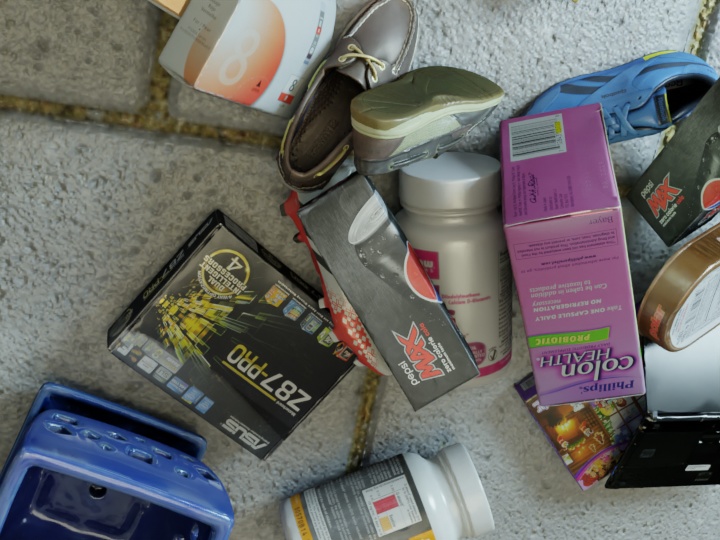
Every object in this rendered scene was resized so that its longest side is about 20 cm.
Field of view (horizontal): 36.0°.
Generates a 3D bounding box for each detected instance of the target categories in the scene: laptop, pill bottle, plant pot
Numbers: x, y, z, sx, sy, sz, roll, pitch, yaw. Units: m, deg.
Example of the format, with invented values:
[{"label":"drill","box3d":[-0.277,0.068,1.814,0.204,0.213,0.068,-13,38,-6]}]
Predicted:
[{"label":"laptop","box3d":[0.352,0.129,1.153,0.176,0.104,0.201,1,136,-12]},{"label":"pill bottle","box3d":[0.085,-0.002,1.034,0.112,0.113,0.201,-6,111,-9]},{"label":"pill bottle","box3d":[0.027,0.253,1.118,0.199,0.116,0.117,-20,113,-3]},{"label":"plant pot","box3d":[-0.246,0.230,1.018,0.199,0.180,0.201,22,105,-19]}]

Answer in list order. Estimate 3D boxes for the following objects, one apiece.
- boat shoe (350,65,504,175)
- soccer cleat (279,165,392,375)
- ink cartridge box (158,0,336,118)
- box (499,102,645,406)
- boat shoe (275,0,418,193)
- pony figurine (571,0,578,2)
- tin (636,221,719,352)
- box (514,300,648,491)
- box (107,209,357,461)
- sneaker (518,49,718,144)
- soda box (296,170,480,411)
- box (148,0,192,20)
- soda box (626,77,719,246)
[{"label":"boat shoe","box3d":[0.054,-0.130,0.963,0.072,0.200,0.066,31,122,24]},{"label":"soccer cleat","box3d":[0.000,0.000,1.013,0.085,0.069,0.201,-23,92,24]},{"label":"ink cartridge box","box3d":[-0.059,-0.227,0.901,0.050,0.162,0.201,40,104,20]},{"label":"box","box3d":[0.188,-0.015,0.989,0.096,0.176,0.201,-9,125,13]},{"label":"boat shoe","box3d":[-0.008,-0.159,0.962,0.072,0.060,0.201,33,86,-2]},{"label":"pony figurine","box3d":[0.234,-0.326,0.936,0.200,0.167,0.193,-39,106,21]},{"label":"tin","box3d":[0.339,0.006,1.048,0.199,0.042,0.112,-28,144,-30]},{"label":"box","box3d":[0.280,0.122,1.161,0.199,0.039,0.137,-35,114,2]},{"label":"box","box3d":[-0.114,0.065,1.053,0.161,0.049,0.200,-45,114,9]},{"label":"sneaker","box3d":[0.237,-0.149,1.030,0.199,0.079,0.066,-22,115,-1]},{"label":"soda box","box3d":[0.025,0.015,0.954,0.070,0.063,0.201,-31,97,6]},{"label":"box","box3d":[-0.153,-0.325,0.866,0.152,0.106,0.201,27,103,-19]},{"label":"soda box","box3d":[0.320,-0.106,0.993,0.063,0.200,0.071,-29,72,-25]}]
